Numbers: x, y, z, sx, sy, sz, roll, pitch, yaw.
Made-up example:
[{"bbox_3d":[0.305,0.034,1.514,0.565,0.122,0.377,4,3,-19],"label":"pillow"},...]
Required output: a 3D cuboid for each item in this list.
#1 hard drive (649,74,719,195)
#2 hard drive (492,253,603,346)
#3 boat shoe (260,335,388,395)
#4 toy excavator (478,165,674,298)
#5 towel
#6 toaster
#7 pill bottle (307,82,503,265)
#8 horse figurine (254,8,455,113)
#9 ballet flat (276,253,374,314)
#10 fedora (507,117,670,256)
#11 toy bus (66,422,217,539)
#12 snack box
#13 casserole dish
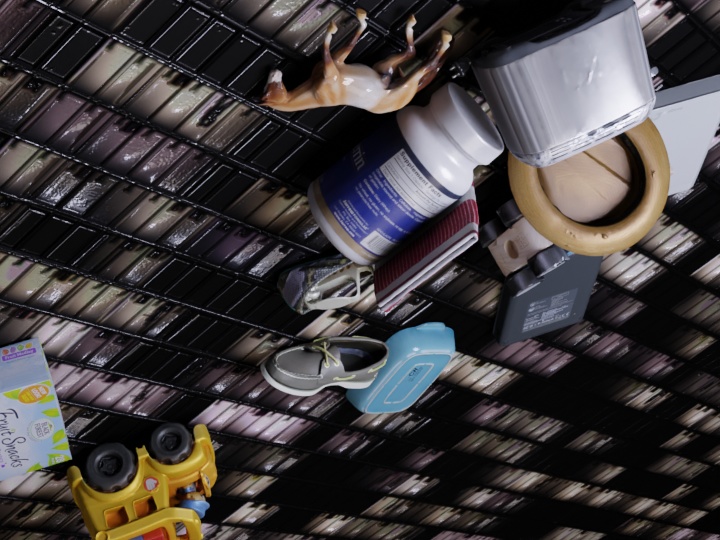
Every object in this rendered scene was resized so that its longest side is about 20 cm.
[{"bbox_3d":[0.386,-0.158,1.674,0.132,0.026,0.200,-17,149,-14],"label":"hard drive"},{"bbox_3d":[0.265,0.025,1.857,0.139,0.033,0.200,-17,148,-14],"label":"hard drive"},{"bbox_3d":[-0.045,0.120,1.746,0.201,0.072,0.060,1,139,-46],"label":"boat shoe"},{"bbox_3d":[0.269,-0.073,1.646,0.200,0.100,0.194,-26,170,-31],"label":"toy excavator"},{"bbox_3d":[0.072,-0.048,1.469,0.144,0.200,0.023,-39,114,22],"label":"towel"},{"bbox_3d":[0.204,-0.192,1.346,0.200,0.114,0.129,-25,106,-7],"label":"toaster"},{"bbox_3d":[0.049,-0.105,1.426,0.200,0.116,0.116,-38,147,20],"label":"pill bottle"},{"bbox_3d":[0.008,-0.200,1.317,0.200,0.050,0.133,-3,142,-32],"label":"horse figurine"},{"bbox_3d":[0.000,0.000,1.597,0.200,0.072,0.072,-25,149,-1],"label":"ballet flat"},{"bbox_3d":[0.260,-0.115,1.547,0.200,0.201,0.082,-21,-174,-6],"label":"fedora"},{"bbox_3d":[-0.272,0.323,1.773,0.199,0.192,0.136,-19,147,-13],"label":"toy bus"},{"bbox_3d":[-0.438,0.176,1.550,0.168,0.068,0.200,-16,149,-15],"label":"snack box"},{"bbox_3d":[0.062,0.148,1.894,0.121,0.039,0.200,1,139,-38],"label":"casserole dish"}]
